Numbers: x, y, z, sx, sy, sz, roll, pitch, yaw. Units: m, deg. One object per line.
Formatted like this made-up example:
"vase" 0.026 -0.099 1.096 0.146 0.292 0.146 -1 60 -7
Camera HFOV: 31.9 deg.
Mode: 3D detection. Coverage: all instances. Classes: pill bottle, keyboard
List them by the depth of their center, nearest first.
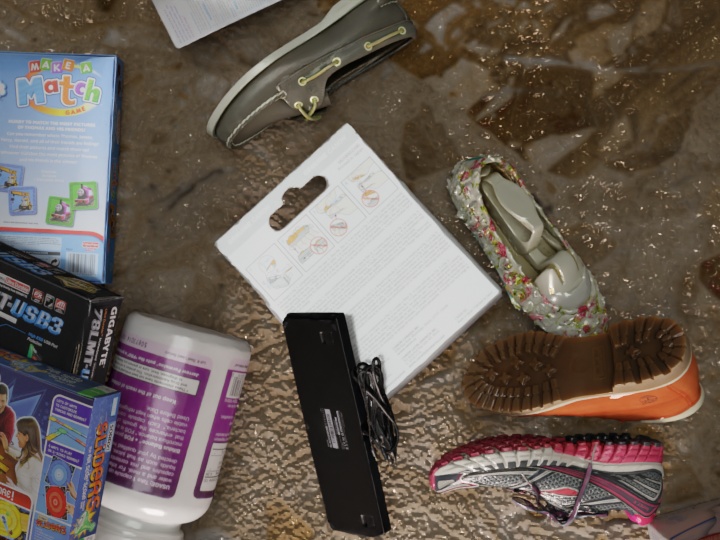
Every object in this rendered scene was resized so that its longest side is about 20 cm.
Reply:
"pill bottle" -0.169 0.143 1.059 0.112 0.112 0.200 15 88 2
"keyboard" -0.003 0.128 1.061 0.040 0.104 0.200 -23 106 -41

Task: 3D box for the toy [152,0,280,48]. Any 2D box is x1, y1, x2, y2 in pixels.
"toy" -0.094 -0.282 1.109 0.200 0.047 0.115 -27 84 -3

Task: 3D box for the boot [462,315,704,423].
"boot" 0.190 0.101 1.069 0.200 0.107 0.075 -8 57 27

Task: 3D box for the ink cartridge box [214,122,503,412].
"ink cartridge box" 0.000 0.000 1.095 0.163 0.057 0.200 -42 82 0

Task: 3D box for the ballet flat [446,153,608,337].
"ballet flat" 0.147 -0.017 1.076 0.076 0.064 0.200 -39 87 -22

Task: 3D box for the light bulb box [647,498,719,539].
"light bulb box" 0.353 0.246 0.995 0.198 0.200 0.125 -16 87 1

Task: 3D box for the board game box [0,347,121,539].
"board game box" -0.289 0.132 0.994 0.200 0.034 0.136 17 101 24

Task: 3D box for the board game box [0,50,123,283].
"board game box" -0.290 -0.091 1.110 0.151 0.037 0.200 3 89 2

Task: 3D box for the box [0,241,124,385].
"box" -0.305 0.082 1.045 0.200 0.050 0.199 20 101 24

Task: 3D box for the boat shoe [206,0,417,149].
"boat shoe" -0.042 -0.168 1.089 0.202 0.072 0.060 -39 82 -4

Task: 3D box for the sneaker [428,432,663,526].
"sneaker" 0.158 0.178 1.064 0.200 0.081 0.075 0 90 1
